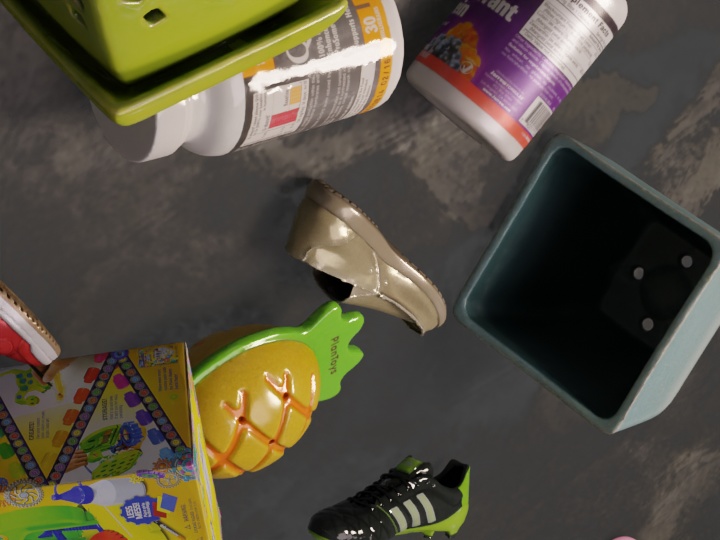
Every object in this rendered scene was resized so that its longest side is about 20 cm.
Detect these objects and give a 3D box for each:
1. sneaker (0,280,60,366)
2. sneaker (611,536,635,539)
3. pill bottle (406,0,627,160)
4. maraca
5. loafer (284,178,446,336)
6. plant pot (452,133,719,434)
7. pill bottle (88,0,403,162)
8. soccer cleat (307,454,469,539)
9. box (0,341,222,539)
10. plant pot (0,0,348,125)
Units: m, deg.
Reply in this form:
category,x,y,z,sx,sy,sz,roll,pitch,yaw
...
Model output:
category,x,y,z,sx,sy,sz,roll,pitch,yaw
sneaker,-0.294,0.037,1.141,0.113,0.071,0.200,-50,135,-5
sneaker,0.272,0.404,1.997,0.200,0.095,0.079,-43,144,-6
pill bottle,0.137,-0.195,1.339,0.200,0.111,0.111,-51,142,2
maraca,-0.080,0.094,1.371,0.199,0.107,0.137,-27,147,-24
loafer,0.000,0.000,1.406,0.068,0.076,0.200,-47,133,-1
plant pot,0.245,0.014,1.571,0.200,0.196,0.196,5,118,-58
pill bottle,-0.078,-0.143,1.167,0.199,0.116,0.117,-20,134,-33
soccer cleat,0.028,0.219,1.632,0.199,0.067,0.082,-2,105,-45
box,-0.204,0.174,1.247,0.192,0.122,0.201,-8,133,-2
plant pot,-0.123,-0.215,1.005,0.199,0.199,0.182,-30,145,-24
